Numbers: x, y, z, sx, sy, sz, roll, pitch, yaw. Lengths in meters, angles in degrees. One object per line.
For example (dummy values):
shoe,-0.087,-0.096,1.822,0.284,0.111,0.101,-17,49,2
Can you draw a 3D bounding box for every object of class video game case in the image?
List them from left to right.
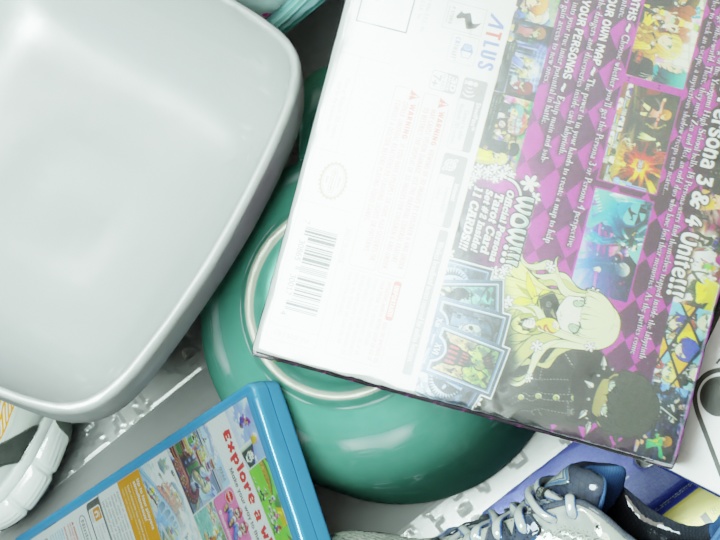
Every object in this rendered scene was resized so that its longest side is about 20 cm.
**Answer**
video game case,-0.077,0.151,1.221,0.200,0.018,0.144,-34,68,45
video game case,0.067,-0.039,1.143,0.180,0.036,0.201,14,90,6

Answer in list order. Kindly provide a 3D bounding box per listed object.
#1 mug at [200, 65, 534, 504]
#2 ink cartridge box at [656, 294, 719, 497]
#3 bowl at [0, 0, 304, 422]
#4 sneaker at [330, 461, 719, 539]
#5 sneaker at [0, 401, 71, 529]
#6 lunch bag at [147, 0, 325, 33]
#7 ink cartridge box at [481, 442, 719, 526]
mug,-0.004,0.011,1.235,0.152,0.114,0.185,-45,73,4
ink cartridge box,0.183,-0.001,1.167,0.094,0.044,0.201,27,92,12
bowl,-0.135,-0.040,1.203,0.199,0.075,0.201,27,76,18
sneaker,0.080,0.116,1.161,0.199,0.077,0.086,5,107,13
sneaker,-0.152,0.019,1.275,0.074,0.080,0.201,20,82,46
lunch bag,-0.032,-0.203,1.252,0.077,0.160,0.201,22,65,-15
ink cartridge box,0.180,0.125,1.201,0.197,0.047,0.200,-39,75,7
